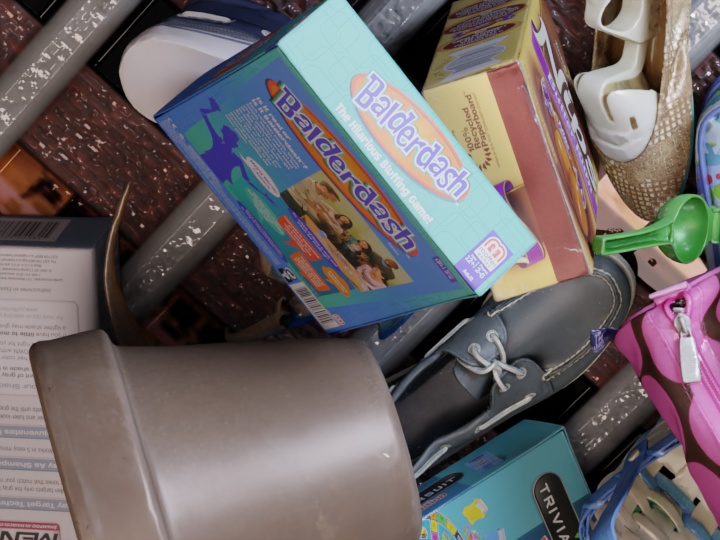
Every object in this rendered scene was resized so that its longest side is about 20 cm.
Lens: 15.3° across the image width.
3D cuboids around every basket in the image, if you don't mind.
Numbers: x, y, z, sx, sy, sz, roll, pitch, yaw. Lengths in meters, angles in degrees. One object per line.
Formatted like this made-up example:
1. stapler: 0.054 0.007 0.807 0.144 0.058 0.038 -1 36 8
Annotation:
1. basket: 0.208 0.160 1.456 0.176 0.200 0.139 44 114 -6

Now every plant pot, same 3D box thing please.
1. plant pot: -0.066 0.112 1.404 0.174 0.200 0.201 -16 107 -8

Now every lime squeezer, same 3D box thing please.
1. lime squeezer: 0.198 -0.022 1.385 0.200 0.071 0.038 1 85 -21

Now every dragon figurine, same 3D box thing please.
1. dragon figurine: 0.000 0.000 1.495 0.099 0.059 0.200 4 142 -29

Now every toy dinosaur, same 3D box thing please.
1. toy dinosaur: -0.119 0.060 1.527 0.060 0.106 0.200 -6 131 40

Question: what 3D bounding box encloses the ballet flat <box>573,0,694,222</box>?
1. ballet flat: 0.143 -0.121 1.436 0.070 0.065 0.200 17 112 47

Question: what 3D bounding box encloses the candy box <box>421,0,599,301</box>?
1. candy box: 0.082 -0.073 1.394 0.056 0.200 0.117 -17 106 10

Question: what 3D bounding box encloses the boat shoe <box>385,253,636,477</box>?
1. boat shoe: 0.072 0.060 1.517 0.200 0.062 0.073 -35 101 18

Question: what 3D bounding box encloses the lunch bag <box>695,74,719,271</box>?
1. lunch bag: 0.281 -0.037 1.441 0.200 0.082 0.161 -8 107 11

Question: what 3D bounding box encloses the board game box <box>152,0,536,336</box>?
1. board game box: -0.013 -0.046 1.322 0.045 0.200 0.152 -42 99 -20

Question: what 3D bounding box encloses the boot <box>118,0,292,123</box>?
1. boot: -0.023 -0.098 1.444 0.200 0.090 0.073 23 123 11

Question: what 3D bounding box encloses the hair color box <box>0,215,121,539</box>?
1. hair color box: -0.190 0.071 1.561 0.099 0.061 0.200 2 109 8

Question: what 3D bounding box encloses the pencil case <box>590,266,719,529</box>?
1. pencil case: 0.201 0.097 1.353 0.091 0.094 0.200 -28 75 -2

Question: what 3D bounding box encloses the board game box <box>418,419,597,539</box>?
1. board game box: 0.055 0.199 1.517 0.200 0.047 0.151 -30 106 -23
